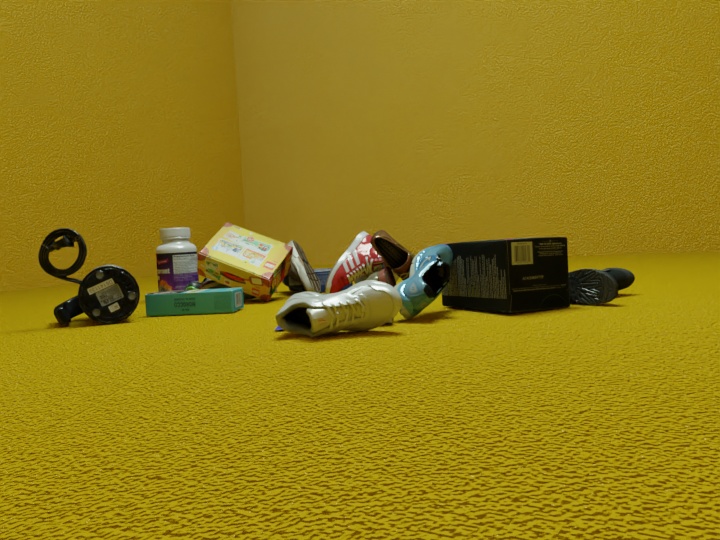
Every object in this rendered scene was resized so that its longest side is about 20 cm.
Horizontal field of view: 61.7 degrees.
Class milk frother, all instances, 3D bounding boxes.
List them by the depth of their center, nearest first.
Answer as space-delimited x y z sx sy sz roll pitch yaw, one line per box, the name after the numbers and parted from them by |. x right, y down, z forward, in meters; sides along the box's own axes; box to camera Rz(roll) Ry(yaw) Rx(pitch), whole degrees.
-0.572 0.010 1.281 0.179 0.202 0.188 -9 4 -23 | milk frother

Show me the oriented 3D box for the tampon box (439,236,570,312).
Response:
0.266 0.005 1.132 0.149 0.128 0.200 -4 2 -28 | tampon box

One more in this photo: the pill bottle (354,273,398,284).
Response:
0.055 -0.005 1.698 0.113 0.116 0.200 -2 3 18 | pill bottle

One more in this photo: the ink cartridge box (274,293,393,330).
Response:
-0.044 0.069 1.078 0.198 0.044 0.198 -4 3 0 | ink cartridge box

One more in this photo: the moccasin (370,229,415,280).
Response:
0.107 -0.019 1.473 0.074 0.202 0.078 -40 8 12 | moccasin

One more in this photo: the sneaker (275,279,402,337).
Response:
-0.036 0.068 0.906 0.198 0.079 0.099 -12 7 17 | sneaker

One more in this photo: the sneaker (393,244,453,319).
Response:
0.133 0.011 1.069 0.090 0.079 0.200 -30 14 38 | sneaker

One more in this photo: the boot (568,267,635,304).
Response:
0.474 0.028 1.177 0.199 0.066 0.164 0 2 -36 | boot

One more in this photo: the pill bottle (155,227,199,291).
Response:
-0.509 -0.016 1.676 0.110 0.202 0.111 -3 2 0 | pill bottle

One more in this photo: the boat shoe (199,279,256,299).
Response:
-0.319 0.045 1.568 0.198 0.072 0.063 -5 9 -8 | boat shoe

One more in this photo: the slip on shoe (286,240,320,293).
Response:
-0.168 0.003 1.637 0.060 0.201 0.076 -38 -37 11 | slip on shoe

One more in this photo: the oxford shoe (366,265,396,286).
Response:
0.046 0.030 1.497 0.074 0.071 0.200 -20 -8 10 | oxford shoe

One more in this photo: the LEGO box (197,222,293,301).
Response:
-0.293 -0.025 1.546 0.198 0.078 0.149 21 41 8 | LEGO box

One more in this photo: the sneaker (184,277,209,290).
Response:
-0.409 0.036 1.666 0.076 0.085 0.200 -8 -1 30 | sneaker

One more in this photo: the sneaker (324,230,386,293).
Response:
0.000 0.000 1.545 0.112 0.201 0.071 28 -19 19 | sneaker

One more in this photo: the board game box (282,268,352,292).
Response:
-0.138 0.028 1.784 0.198 0.062 0.200 -4 2 -11 | board game box

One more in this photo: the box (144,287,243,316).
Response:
-0.368 0.069 1.342 0.198 0.050 0.082 -3 3 5 | box
